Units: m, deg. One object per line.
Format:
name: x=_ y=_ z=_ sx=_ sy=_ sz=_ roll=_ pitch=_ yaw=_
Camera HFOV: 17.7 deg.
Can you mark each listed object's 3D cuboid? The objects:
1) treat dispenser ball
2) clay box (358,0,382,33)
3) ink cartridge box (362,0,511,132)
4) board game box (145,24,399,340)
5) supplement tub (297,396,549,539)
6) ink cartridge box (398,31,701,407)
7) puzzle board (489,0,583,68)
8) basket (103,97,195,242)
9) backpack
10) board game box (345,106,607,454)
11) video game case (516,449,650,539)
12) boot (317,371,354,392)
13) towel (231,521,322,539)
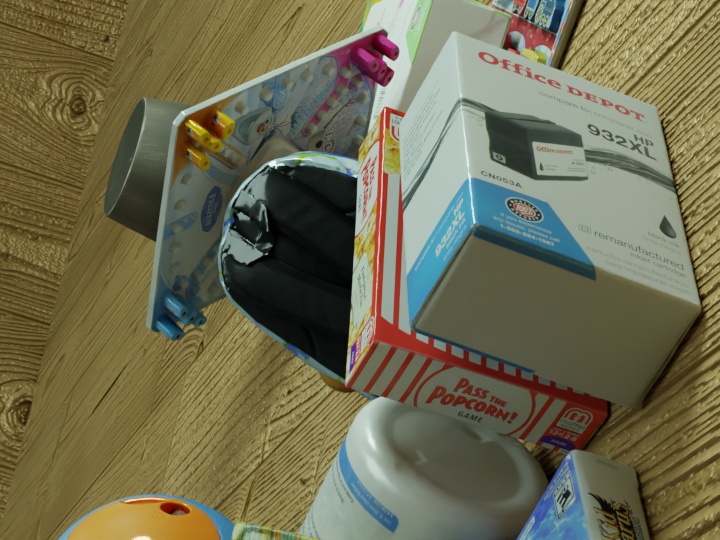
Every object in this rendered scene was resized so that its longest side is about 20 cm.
treat dispenser ball: x=-0.165 y=0.279 z=1.835 sx=0.201 sy=0.200 sz=0.202 roll=-162 pitch=90 yaw=-75
clay box: x=0.050 y=-0.253 z=1.977 sx=0.200 sy=0.047 sz=0.115 roll=164 pitch=123 yaw=-71
ink cartridge box: x=0.043 y=-0.150 z=1.783 sx=0.200 sy=0.067 sz=0.118 roll=-164 pitch=92 yaw=-76
board game box: x=-0.061 y=-0.060 z=1.649 sx=0.026 sy=0.200 sz=0.200 roll=39 pitch=138 yaw=28
supplement tub: x=0.020 y=0.187 z=1.407 sx=0.132 sy=0.132 sz=0.200 roll=-98 pitch=30 yaw=-59
ink cartridge box: x=0.105 y=-0.033 z=1.333 sx=0.200 sy=0.145 sz=0.084 roll=-92 pitch=25 yaw=-52
puzzle board: x=0.109 y=-0.154 z=1.713 sx=0.200 sy=0.017 sz=0.151 roll=-129 pitch=59 yaw=-73
basket: x=-0.120 y=-0.073 z=2.084 sx=0.136 sy=0.199 sz=0.181 roll=165 pitch=123 yaw=-72
backpack: x=0.000 y=0.000 z=1.567 sx=0.154 sy=0.199 sz=0.164 roll=-86 pitch=17 yaw=-74
board game box: x=0.071 y=0.005 z=1.401 sx=0.200 sy=0.151 sz=0.046 roll=-88 pitch=21 yaw=-44
video game case: x=0.099 y=0.229 z=1.244 sx=0.182 sy=0.045 sz=0.200 roll=-98 pitch=30 yaw=-57
boot: x=0.025 y=0.008 z=1.694 sx=0.202 sy=0.071 sz=0.144 roll=-62 pitch=5 yaw=5
towel: x=-0.009 y=0.201 z=1.333 sx=0.200 sy=0.018 sz=0.086 roll=5 pitch=96 yaw=47
